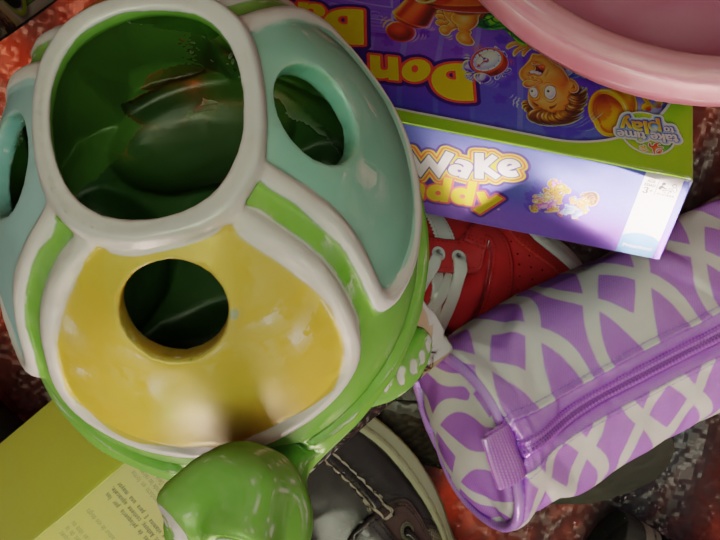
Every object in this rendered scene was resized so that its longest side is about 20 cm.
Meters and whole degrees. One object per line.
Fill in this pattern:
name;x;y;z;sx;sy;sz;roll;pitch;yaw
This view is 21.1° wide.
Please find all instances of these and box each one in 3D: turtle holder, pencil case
turtle holder;-0.055;-0.001;0.585;0.140;0.132;0.187;14;70;14
pencil case;0.118;0.028;0.747;0.199;0.085;0.084;-27;109;-17

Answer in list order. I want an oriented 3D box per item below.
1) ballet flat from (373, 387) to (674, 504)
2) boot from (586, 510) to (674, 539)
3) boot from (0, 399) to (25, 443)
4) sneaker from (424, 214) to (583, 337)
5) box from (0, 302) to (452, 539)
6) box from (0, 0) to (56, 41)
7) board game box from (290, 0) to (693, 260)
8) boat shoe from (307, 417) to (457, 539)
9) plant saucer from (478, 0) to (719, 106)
ballet flat;0.033;0.059;0.811;0.198;0.047;0.068;4;127;-4
boot;0.136;0.218;0.836;0.153;0.074;0.205;20;105;-8
boot;-0.109;0.083;0.808;0.137;0.078;0.201;-18;117;1
sneaker;0.000;0.000;0.757;0.199;0.113;0.072;18;105;-4
box;-0.064;0.060;0.678;0.200;0.050;0.075;-41;138;-7
box;-0.158;-0.126;0.681;0.035;0.200;0.110;-33;102;9
board game box;0.023;-0.086;0.724;0.198;0.135;0.045;11;139;-3
boat shoe;0.004;0.126;0.789;0.072;0.065;0.200;-22;122;21
plant saucer;0.120;-0.136;0.707;0.199;0.202;0.051;4;149;-1
